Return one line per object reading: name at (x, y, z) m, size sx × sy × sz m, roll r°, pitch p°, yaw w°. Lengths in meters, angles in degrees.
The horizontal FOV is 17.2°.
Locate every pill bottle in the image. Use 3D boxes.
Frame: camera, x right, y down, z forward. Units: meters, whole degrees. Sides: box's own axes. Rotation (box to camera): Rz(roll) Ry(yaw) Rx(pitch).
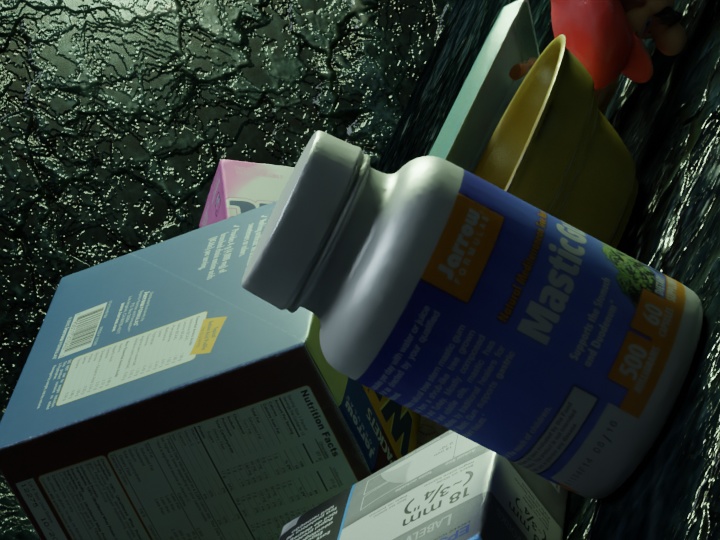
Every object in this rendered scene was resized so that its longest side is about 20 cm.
pill bottle at (0.050, 0.016, 1.112) m, size 0.113 × 0.199 × 0.112 m, roll -62°, pitch 6°, yaw 11°

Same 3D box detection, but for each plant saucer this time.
plant saucer at (0.070, -0.083, 1.535) m, size 0.070 × 0.019 × 0.201 m, roll 71°, pitch -142°, yaw -51°

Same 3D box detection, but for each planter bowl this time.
planter bowl at (0.110, -0.032, 1.417) m, size 0.202 × 0.083 × 0.200 m, roll -63°, pitch 5°, yaw 10°

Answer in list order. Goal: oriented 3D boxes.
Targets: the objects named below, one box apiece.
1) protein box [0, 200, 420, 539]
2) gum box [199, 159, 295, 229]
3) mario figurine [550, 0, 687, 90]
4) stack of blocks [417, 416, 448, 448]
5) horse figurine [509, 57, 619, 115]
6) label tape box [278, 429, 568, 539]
protein box at (-0.081, 0.075, 1.394) m, size 0.198 × 0.136 × 0.199 m, roll -19°, pitch 26°, yaw 16°
gum box at (0.000, 0.000, 1.561) m, size 0.066 × 0.198 × 0.114 m, roll 112°, pitch 157°, yaw -44°
mario figurine at (0.201, -0.191, 1.500) m, size 0.201 × 0.106 × 0.124 m, roll -54°, pitch -34°, yaw -13°
stack of blocks at (0.018, 0.161, 1.516) m, size 0.201 × 0.058 × 0.115 m, roll -62°, pitch 5°, yaw 19°
horse figurine at (0.153, -0.162, 1.588) m, size 0.132 × 0.050 × 0.202 m, roll -6°, pitch -65°, yaw -56°
label tape box at (0.020, 0.162, 1.133) m, size 0.144 × 0.063 × 0.200 m, roll -32°, pitch 17°, yaw 20°
